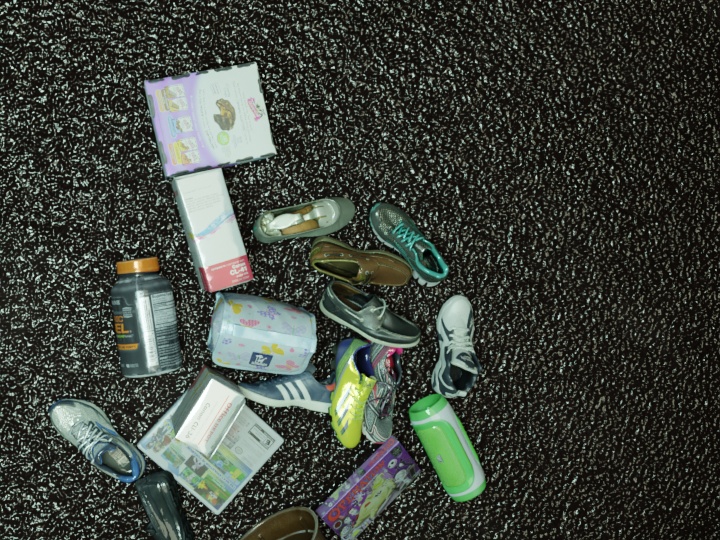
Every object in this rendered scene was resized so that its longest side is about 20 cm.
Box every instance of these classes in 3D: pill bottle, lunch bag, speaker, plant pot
[{"bbox_3d":[-0.374,0.078,1.470,0.106,0.106,0.201,-8,93,-15],"label":"pill bottle"},{"bbox_3d":[-0.175,0.112,1.477,0.169,0.200,0.128,11,89,-16],"label":"lunch bag"},{"bbox_3d":[0.169,0.343,1.638,0.088,0.088,0.200,-29,99,-13],"label":"speaker"},{"bbox_3d":[-0.114,0.570,1.521,0.200,0.200,0.199,-34,107,-12],"label":"plant pot"}]

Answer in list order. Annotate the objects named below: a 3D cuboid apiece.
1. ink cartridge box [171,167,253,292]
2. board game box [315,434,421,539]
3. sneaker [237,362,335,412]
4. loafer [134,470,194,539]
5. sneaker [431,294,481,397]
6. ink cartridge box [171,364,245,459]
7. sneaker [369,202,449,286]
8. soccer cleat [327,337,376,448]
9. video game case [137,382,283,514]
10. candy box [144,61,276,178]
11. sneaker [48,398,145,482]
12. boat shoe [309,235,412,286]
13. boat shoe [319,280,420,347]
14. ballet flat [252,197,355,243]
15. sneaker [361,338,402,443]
[{"bbox_3d":[-0.260,-0.070,1.475,0.085,0.148,0.201,-16,97,-14],"label":"ink cartridge box"},{"bbox_3d":[0.018,0.416,1.602,0.200,0.032,0.120,-43,128,-10],"label":"board game box"},{"bbox_3d":[-0.129,0.207,1.561,0.199,0.075,0.085,11,91,-25],"label":"sneaker"},{"bbox_3d":[-0.347,0.456,1.515,0.070,0.068,0.201,-15,99,5],"label":"loafer"},{"bbox_3d":[0.193,0.149,1.615,0.079,0.130,0.200,16,88,-16],"label":"sneaker"},{"bbox_3d":[-0.260,0.237,1.435,0.067,0.200,0.117,32,83,-15],"label":"ink cartridge box"},{"bbox_3d":[0.100,-0.053,1.603,0.200,0.091,0.078,45,80,-12],"label":"sneaker"},{"bbox_3d":[-0.010,0.224,1.543,0.065,0.083,0.201,7,81,-59],"label":"soccer cleat"},{"bbox_3d":[-0.272,0.315,1.550,0.200,0.022,0.182,45,80,-13],"label":"video game case"},{"bbox_3d":[-0.266,-0.266,1.506,0.199,0.072,0.168,-13,95,-14],"label":"candy box"},{"bbox_3d":[-0.453,0.295,1.467,0.200,0.085,0.077,41,81,-12],"label":"sneaker"},{"bbox_3d":[0.000,0.000,1.577,0.199,0.068,0.072,13,127,-8],"label":"boat shoe"},{"bbox_3d":[0.022,0.081,1.566,0.200,0.068,0.072,26,41,2],"label":"boat shoe"},{"bbox_3d":[-0.099,-0.094,1.558,0.199,0.064,0.068,-15,83,-14],"label":"ballet flat"},{"bbox_3d":[0.039,0.227,1.590,0.080,0.075,0.201,-5,95,-47],"label":"sneaker"}]
